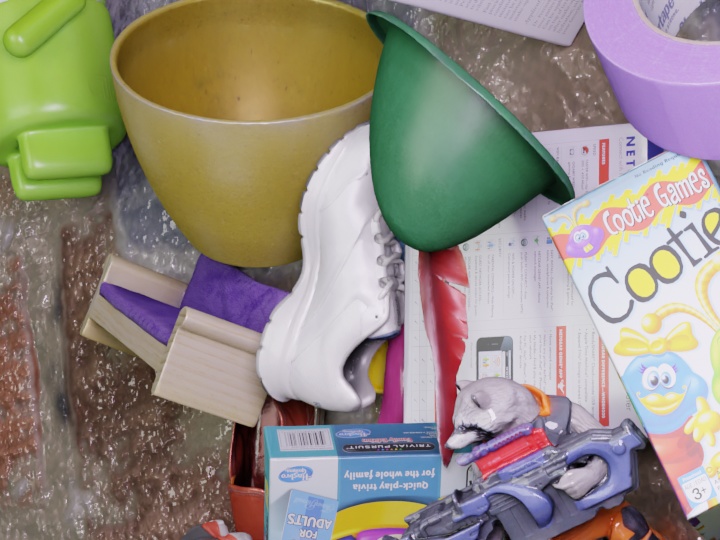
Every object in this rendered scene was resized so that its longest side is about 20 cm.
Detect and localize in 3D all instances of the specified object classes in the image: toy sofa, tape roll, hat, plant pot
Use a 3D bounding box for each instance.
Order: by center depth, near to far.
[{"bbox_3d":[0.234,-0.157,1.549,0.199,0.066,0.201,-16,41,15],"label":"tape roll"},{"bbox_3d":[0.019,-0.031,1.614,0.176,0.166,0.200,-47,56,-3],"label":"hat"},{"bbox_3d":[-0.070,-0.088,1.841,0.200,0.199,0.143,32,134,41],"label":"plant pot"},{"bbox_3d":[-0.122,0.034,1.876,0.098,0.083,0.200,-68,24,3],"label":"toy sofa"}]

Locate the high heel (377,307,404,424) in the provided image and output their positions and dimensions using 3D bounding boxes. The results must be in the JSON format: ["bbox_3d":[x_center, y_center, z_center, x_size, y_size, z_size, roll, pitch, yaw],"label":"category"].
[{"bbox_3d":[0.016,0.106,1.792,0.096,0.067,0.201,-4,82,40],"label":"high heel"}]

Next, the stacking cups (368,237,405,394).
[{"bbox_3d":[0.022,-0.019,1.808,0.060,0.060,0.201,24,101,43],"label":"stacking cups"}]

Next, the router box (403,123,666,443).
[{"bbox_3d":[0.115,0.013,1.701,0.179,0.049,0.201,-3,82,32],"label":"router box"}]

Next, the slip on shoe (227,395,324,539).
[{"bbox_3d":[-0.067,0.165,1.869,0.074,0.061,0.201,1,86,42],"label":"slip on shoe"}]

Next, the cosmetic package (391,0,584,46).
[{"bbox_3d":[0.076,-0.216,1.688,0.071,0.199,0.102,46,114,37],"label":"cosmetic package"}]

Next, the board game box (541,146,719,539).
[{"bbox_3d":[0.200,0.044,1.560,0.103,0.105,0.201,-27,70,7],"label":"board game box"}]

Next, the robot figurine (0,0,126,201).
[{"bbox_3d":[-0.244,-0.156,2.044,0.176,0.115,0.201,127,135,-65],"label":"robot figurine"}]

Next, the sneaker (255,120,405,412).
[{"bbox_3d":[0.000,0.000,1.757,0.087,0.074,0.201,20,101,32],"label":"sneaker"}]

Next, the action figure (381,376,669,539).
[{"bbox_3d":[0.096,0.149,1.614,0.199,0.194,0.105,-20,24,15],"label":"action figure"}]

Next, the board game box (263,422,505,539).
[{"bbox_3d":[0.014,0.196,1.684,0.047,0.150,0.201,-105,15,-65],"label":"board game box"}]

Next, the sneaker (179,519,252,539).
[{"bbox_3d":[-0.127,0.215,1.858,0.200,0.081,0.077,142,119,-72],"label":"sneaker"}]
